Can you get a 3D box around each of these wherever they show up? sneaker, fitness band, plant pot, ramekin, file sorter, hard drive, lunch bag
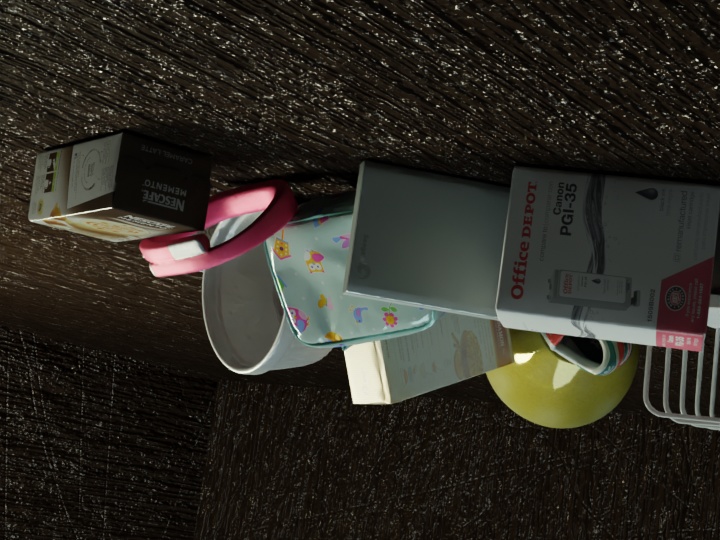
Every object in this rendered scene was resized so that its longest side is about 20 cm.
[{"bbox_3d":[0.223,0.041,1.793,0.200,0.070,0.093,45,-157,7],"label":"sneaker"},{"bbox_3d":[-0.153,-0.046,1.706,0.199,0.038,0.143,-7,-155,48],"label":"fitness band"},{"bbox_3d":[0.253,0.078,1.916,0.197,0.203,0.142,8,164,-1],"label":"plant pot"},{"bbox_3d":[-0.094,0.022,1.863,0.104,0.203,0.199,3,175,-35],"label":"ramekin"},{"bbox_3d":[0.381,0.097,1.587,0.137,0.126,0.199,2,172,33],"label":"file sorter"},{"bbox_3d":[0.088,-0.026,1.579,0.197,0.134,0.026,10,172,-11],"label":"hard drive"},{"bbox_3d":[0.000,0.000,1.678,0.198,0.162,0.077,-10,-162,35],"label":"lunch bag"}]

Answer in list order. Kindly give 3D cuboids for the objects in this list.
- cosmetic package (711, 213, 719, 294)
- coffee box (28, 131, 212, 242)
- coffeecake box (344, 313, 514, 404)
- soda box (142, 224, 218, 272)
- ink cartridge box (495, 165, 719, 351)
[{"bbox_3d":[0.355,-0.014,1.581,0.197,0.091,0.107,9,172,11],"label":"cosmetic package"},{"bbox_3d":[-0.258,-0.085,1.687,0.113,0.081,0.199,13,170,-34],"label":"coffee box"},{"bbox_3d":[0.074,0.055,1.820,0.198,0.156,0.073,-14,-175,-39],"label":"coffeecake box"},{"bbox_3d":[-0.168,-0.030,1.987,0.198,0.069,0.063,14,169,-32],"label":"soda box"},{"bbox_3d":[0.233,-0.011,1.498,0.197,0.149,0.083,6,170,12],"label":"ink cartridge box"}]
